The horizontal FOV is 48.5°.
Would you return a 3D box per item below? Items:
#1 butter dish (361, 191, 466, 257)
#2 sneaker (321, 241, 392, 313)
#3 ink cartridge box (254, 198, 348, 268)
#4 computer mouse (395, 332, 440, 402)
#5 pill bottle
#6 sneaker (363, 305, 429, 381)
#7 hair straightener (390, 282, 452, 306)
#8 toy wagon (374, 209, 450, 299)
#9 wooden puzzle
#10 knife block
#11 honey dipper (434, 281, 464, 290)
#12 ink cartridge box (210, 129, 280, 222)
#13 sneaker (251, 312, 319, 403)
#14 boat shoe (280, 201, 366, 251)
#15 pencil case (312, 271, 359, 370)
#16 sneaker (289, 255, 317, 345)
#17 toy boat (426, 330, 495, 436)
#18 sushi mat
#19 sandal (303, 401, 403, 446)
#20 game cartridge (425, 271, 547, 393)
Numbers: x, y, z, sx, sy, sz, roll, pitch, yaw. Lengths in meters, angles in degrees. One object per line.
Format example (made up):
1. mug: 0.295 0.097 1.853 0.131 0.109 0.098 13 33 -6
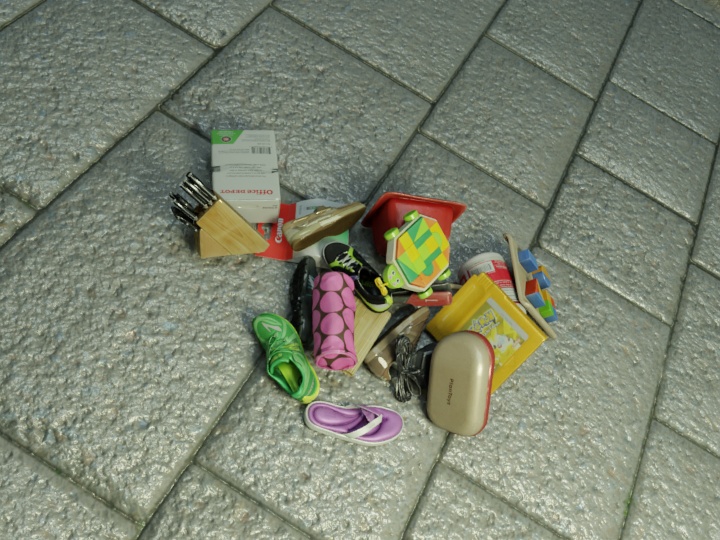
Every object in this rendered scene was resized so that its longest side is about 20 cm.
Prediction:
1. butter dish: 0.112 -0.070 1.746 0.196 0.200 0.150 8 70 -15
2. sneaker: 0.000 0.000 1.644 0.072 0.083 0.200 -40 71 -19
3. ink cartridge box: -0.124 -0.090 1.746 0.197 0.050 0.163 12 52 -15
4. computer mouse: 0.153 0.182 1.624 0.197 0.141 0.053 -8 14 -20
5. pill bottle: 0.294 0.071 1.746 0.111 0.113 0.202 -4 58 -23
6. sneaker: 0.085 0.151 1.651 0.199 0.070 0.076 -37 93 -33
7. hair straightener: 0.096 0.048 1.698 0.197 0.041 0.077 -7 32 9
8. toy wagon: 0.106 -0.020 1.619 0.200 0.039 0.156 -42 108 -35
9. wooden puzzle: 0.389 0.030 1.788 0.185 0.046 0.202 41 32 -46
10. knife block: -0.285 -0.120 1.619 0.197 0.178 0.064 -6 26 -22
11. honey dipper: 0.171 0.030 1.725 0.197 0.038 0.038 7 49 16
12. ink cartridge box: -0.254 -0.206 1.746 0.143 0.085 0.202 -1 56 -11
13. sneaker: -0.146 0.160 1.524 0.074 0.083 0.201 -39 69 10
14. boat shoe: -0.076 -0.110 1.705 0.198 0.072 0.065 -25 66 -30
15. pencil case: -0.045 0.100 1.540 0.094 0.090 0.202 45 34 -42
16. sneaker: -0.101 0.065 1.638 0.078 0.075 0.203 16 57 -27
17. toy boat: 0.213 0.217 1.576 0.129 0.203 0.130 13 13 37
18. sushi mat: -0.016 0.127 1.601 0.095 0.012 0.201 24 42 11
19. sandal: -0.007 0.285 1.517 0.199 0.050 0.083 6 54 -17
20. game cartridge: 0.258 0.129 1.663 0.200 0.177 0.032 46 16 15
